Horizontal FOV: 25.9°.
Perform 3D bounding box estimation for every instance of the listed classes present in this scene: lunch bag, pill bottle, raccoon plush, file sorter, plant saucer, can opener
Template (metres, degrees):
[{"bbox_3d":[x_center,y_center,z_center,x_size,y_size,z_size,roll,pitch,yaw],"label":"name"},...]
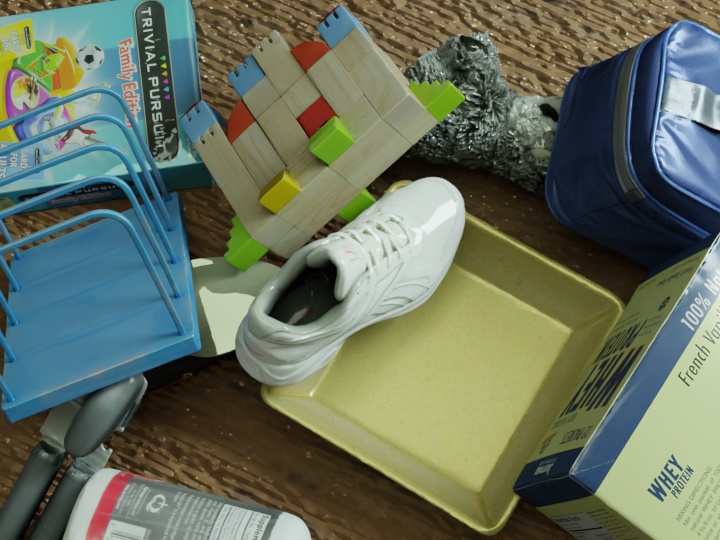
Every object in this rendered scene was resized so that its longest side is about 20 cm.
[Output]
[{"bbox_3d":[0.248,-0.075,1.104,0.199,0.132,0.137,22,69,-26],"label":"lunch bag"},{"bbox_3d":[-0.097,0.209,1.058,0.198,0.111,0.112,13,71,7],"label":"pill bottle"},{"bbox_3d":[0.070,-0.082,1.183,0.199,0.097,0.135,-35,75,17],"label":"raccoon plush"},{"bbox_3d":[-0.202,-0.021,1.082,0.138,0.123,0.200,-20,32,2],"label":"file sorter"},{"bbox_3d":[0.060,0.065,1.138,0.199,0.049,0.201,30,73,12],"label":"plant saucer"},{"bbox_3d":[-0.213,0.143,1.081,0.052,0.066,0.201,30,99,5],"label":"can opener"}]

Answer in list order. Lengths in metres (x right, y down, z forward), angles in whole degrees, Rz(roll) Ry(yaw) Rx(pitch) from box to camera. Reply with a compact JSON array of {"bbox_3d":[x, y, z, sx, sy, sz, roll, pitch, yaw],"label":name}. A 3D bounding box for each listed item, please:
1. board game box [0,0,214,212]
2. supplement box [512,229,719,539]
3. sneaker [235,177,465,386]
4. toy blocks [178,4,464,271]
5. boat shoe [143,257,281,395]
[{"bbox_3d":[-0.222,-0.129,1.220,0.198,0.047,0.152,-9,70,-1],"label":"board game box"},{"bbox_3d":[0.246,0.120,1.041,0.199,0.134,0.201,36,74,-2],"label":"supplement box"},{"bbox_3d":[0.000,0.000,1.082,0.200,0.099,0.078,-41,77,-16],"label":"sneaker"},{"bbox_3d":[-0.042,-0.112,1.137,0.200,0.100,0.137,-41,57,11],"label":"toy blocks"},{"bbox_3d":[-0.143,0.046,1.143,0.200,0.063,0.074,-20,72,-2],"label":"boat shoe"}]
